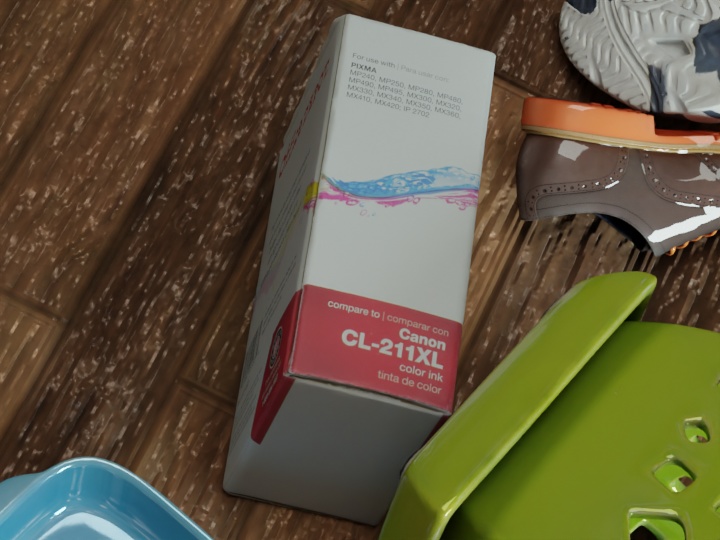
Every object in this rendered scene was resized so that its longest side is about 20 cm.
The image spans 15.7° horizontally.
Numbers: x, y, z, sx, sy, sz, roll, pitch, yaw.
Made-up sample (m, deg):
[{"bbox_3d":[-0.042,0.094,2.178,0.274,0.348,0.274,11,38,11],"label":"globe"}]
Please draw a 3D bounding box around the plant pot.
[{"bbox_3d":[0.117,0.131,1.208,0.181,0.200,0.199,37,59,13],"label":"plant pot"}]

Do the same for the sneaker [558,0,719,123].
[{"bbox_3d":[0.215,-0.110,1.430,0.199,0.129,0.080,9,86,32],"label":"sneaker"}]

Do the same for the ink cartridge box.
[{"bbox_3d":[0.000,0.000,1.271,0.083,0.146,0.201,13,61,-8],"label":"ink cartridge box"}]

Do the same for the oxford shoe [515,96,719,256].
[{"bbox_3d":[0.174,-0.041,1.394,0.199,0.071,0.073,10,91,-13],"label":"oxford shoe"}]

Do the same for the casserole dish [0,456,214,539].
[{"bbox_3d":[-0.104,0.177,1.217,0.200,0.039,0.121,40,62,9],"label":"casserole dish"}]
